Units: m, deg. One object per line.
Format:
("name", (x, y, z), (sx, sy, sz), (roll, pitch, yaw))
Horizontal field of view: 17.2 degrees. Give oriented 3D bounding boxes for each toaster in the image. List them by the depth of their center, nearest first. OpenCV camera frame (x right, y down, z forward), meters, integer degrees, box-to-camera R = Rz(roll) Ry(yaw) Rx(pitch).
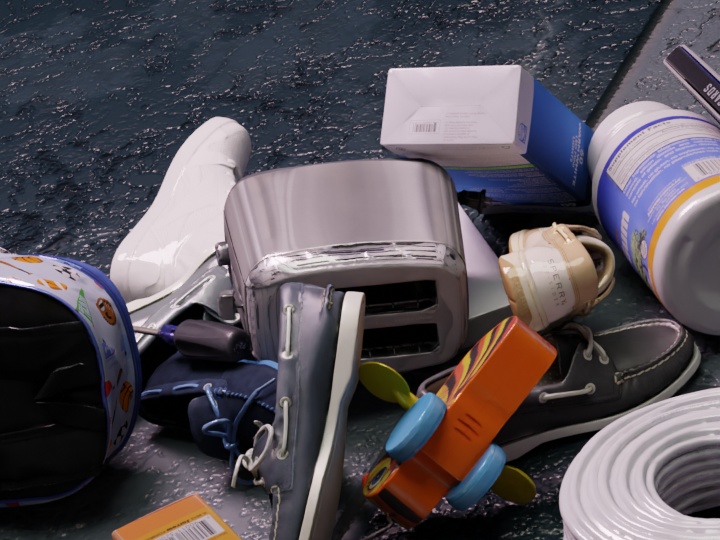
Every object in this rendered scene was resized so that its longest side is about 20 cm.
("toaster", (0.000, 0.000, 1.631), (0.198, 0.114, 0.129), (-4, 35, -3))

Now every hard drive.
("hard drive", (0.032, 0.005, 1.743), (0.131, 0.027, 0.200), (-19, 31, -8))

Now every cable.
("cable", (0.214, 0.143, 1.393), (0.200, 0.070, 0.199), (-33, 35, -34))

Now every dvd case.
("dvd case", (0.295, -0.068, 1.641), (0.025, 0.150, 0.200), (-43, 31, 8))

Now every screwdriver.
("screwdriver", (-0.145, 0.040, 1.651), (0.029, 0.028, 0.199), (-31, 26, -33))

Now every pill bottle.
("pill bottle", (0.226, -0.045, 1.656), (0.111, 0.113, 0.200), (-18, 27, -6))

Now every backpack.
("backpack", (-0.244, 0.073, 1.616), (0.189, 0.201, 0.154), (2, 21, 20))

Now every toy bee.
("toy bee", (0.036, 0.113, 1.488), (0.199, 0.131, 0.109), (-32, 5, -16))

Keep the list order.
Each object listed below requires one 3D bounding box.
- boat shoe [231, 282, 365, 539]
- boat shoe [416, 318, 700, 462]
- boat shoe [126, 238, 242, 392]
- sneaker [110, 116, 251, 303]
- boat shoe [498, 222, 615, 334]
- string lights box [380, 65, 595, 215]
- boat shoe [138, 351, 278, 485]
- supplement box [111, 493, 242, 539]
("boat shoe", (-0.041, 0.106, 1.477), (0.061, 0.202, 0.075), (9, -5, 7))
("boat shoe", (0.130, 0.069, 1.565), (0.199, 0.061, 0.074), (-19, 30, -8))
("boat shoe", (-0.111, 0.036, 1.720), (0.199, 0.073, 0.062), (-29, 42, -15))
("sneaker", (-0.100, -0.041, 1.838), (0.115, 0.074, 0.201), (4, 45, 26))
("boat shoe", (0.139, 0.003, 1.608), (0.069, 0.074, 0.200), (-18, 5, 9))
("string lights box", (0.101, -0.090, 1.719), (0.102, 0.200, 0.059), (1, 78, 24))
("boat shoe", (-0.083, 0.105, 1.600), (0.069, 0.084, 0.200), (-39, 21, -23))
("supplement box", (-0.077, 0.213, 1.417), (0.068, 0.067, 0.200), (-22, 32, -19))
